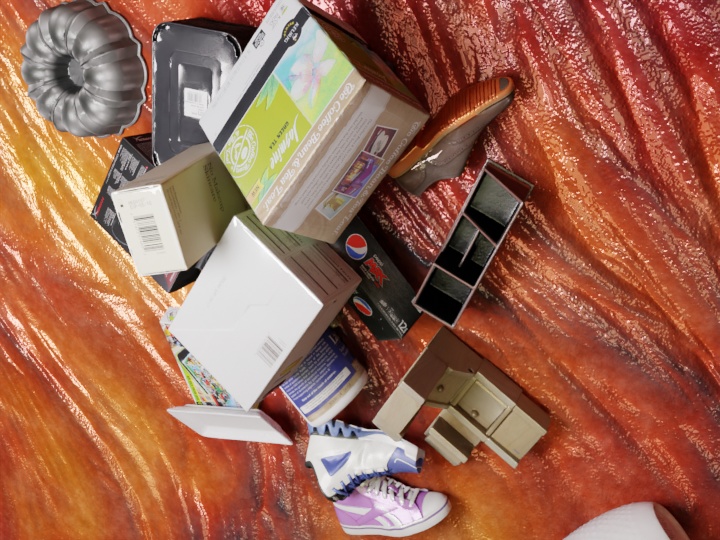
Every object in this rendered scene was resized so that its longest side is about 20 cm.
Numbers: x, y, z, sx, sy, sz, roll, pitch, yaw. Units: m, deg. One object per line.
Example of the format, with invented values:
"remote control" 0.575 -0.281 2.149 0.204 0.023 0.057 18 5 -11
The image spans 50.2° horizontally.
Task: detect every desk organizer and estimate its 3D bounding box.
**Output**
"desk organizer" 0.144 -0.032 0.998 0.071 0.077 0.203 29 117 8

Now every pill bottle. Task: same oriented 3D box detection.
"pill bottle" -0.090 0.116 1.123 0.115 0.116 0.201 -38 95 28

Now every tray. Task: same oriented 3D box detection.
"tray" -0.209 0.245 1.241 0.195 0.023 0.108 -2 146 30

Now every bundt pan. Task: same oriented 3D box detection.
"bundt pan" -0.411 -0.288 1.116 0.196 0.076 0.207 7 112 18

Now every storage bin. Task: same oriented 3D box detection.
"storage bin" -0.204 -0.230 1.048 0.132 0.094 0.205 14 115 16

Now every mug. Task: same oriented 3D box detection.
"mug" 0.378 0.416 1.056 0.198 0.149 0.175 33 115 -29

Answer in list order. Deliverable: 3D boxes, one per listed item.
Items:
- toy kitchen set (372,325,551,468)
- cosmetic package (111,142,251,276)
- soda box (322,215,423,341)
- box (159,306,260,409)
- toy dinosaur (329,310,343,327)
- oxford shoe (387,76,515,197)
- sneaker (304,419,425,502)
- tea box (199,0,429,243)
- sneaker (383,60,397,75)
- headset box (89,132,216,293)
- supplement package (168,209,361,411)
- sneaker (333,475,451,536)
"toy kitchen set" 0.121 0.228 1.047 0.199 0.180 0.165 39 120 8
"cosmetic package" -0.209 -0.083 0.941 0.071 0.201 0.106 -6 113 21
"soda box" 0.000 0.000 1.044 0.201 0.063 0.070 53 153 -14
"box" -0.230 0.145 1.195 0.107 0.035 0.203 6 133 19
"toy dinosaur" -0.075 -0.018 1.086 0.060 0.104 0.206 4 107 61
"oxford shoe" 0.122 -0.167 0.970 0.198 0.072 0.073 -33 116 32
"sneaker" -0.003 0.295 1.153 0.194 0.081 0.118 9 74 24
"tea box" -0.059 -0.180 0.912 0.201 0.132 0.198 -51 56 21
"sneaker" -0.022 -0.189 1.003 0.084 0.074 0.202 34 118 6
"headset box" -0.288 -0.079 1.134 0.199 0.075 0.150 41 119 11
"supplement package" -0.123 0.043 0.984 0.155 0.111 0.201 42 120 9
"sneaker" 0.037 0.344 1.189 0.196 0.073 0.117 -14 102 25
